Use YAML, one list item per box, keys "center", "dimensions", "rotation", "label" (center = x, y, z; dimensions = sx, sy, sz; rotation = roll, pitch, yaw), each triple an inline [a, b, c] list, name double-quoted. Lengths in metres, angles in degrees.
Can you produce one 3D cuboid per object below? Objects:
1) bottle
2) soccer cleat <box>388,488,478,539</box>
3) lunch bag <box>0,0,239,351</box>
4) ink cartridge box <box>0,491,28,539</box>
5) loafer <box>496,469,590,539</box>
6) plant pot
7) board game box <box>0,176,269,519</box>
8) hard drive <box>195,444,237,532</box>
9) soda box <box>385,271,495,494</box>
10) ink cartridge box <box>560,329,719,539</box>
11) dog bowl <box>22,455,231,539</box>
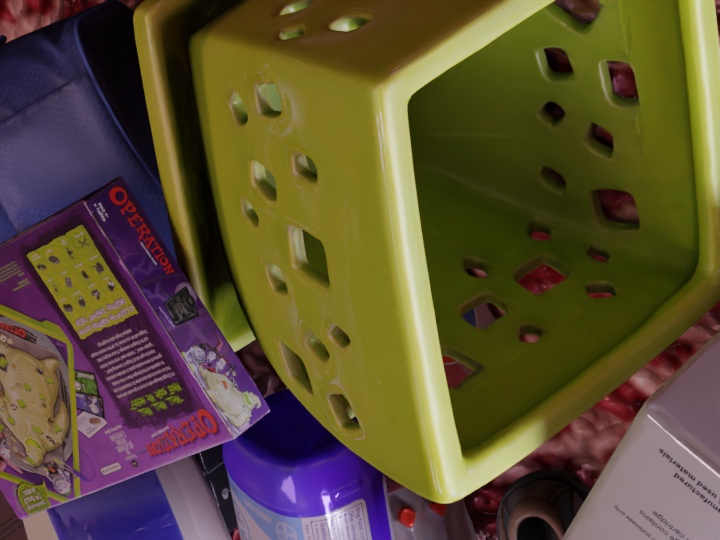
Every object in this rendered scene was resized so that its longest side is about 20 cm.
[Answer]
- center: [-0.016, 0.157, 1.286]
  dimensions: [0.083, 0.065, 0.201]
  rotation: [33, 140, 51]
  label: "bottle"
- center: [0.032, 0.143, 1.344]
  dimensions: [0.201, 0.069, 0.078]
  rotation: [63, 170, 1]
  label: "soccer cleat"
- center: [-0.140, -0.028, 1.296]
  dimensions: [0.132, 0.136, 0.201]
  rotation: [-31, 95, 13]
  label: "lunch bag"
- center: [-0.241, 0.208, 1.580]
  dimensions: [0.199, 0.145, 0.146]
  rotation: [22, 131, 32]
  label: "ink cartridge box"
- center: [0.109, 0.196, 1.274]
  dimensions: [0.071, 0.063, 0.201]
  rotation: [-21, 91, 12]
  label: "loafer"
- center: [0.023, -0.052, 1.125]
  dimensions: [0.181, 0.200, 0.200]
  rotation: [20, 131, 40]
  label: "plant pot"
- center: [-0.130, 0.039, 1.194]
  dimensions: [0.200, 0.032, 0.121]
  rotation: [-23, 97, 52]
  label: "board game box"
- center: [-0.138, 0.043, 1.454]
  dimensions: [0.139, 0.038, 0.201]
  rotation: [2, 119, 42]
  label: "hard drive"
- center: [0.000, 0.000, 1.270]
  dimensions: [0.063, 0.070, 0.201]
  rotation: [-24, 99, 49]
  label: "soda box"
- center: [0.151, 0.106, 1.147]
  dimensions: [0.083, 0.146, 0.201]
  rotation: [39, 138, 13]
  label: "ink cartridge box"
- center: [-0.108, 0.173, 1.358]
  dimensions: [0.200, 0.078, 0.202]
  rotation: [161, 90, -77]
  label: "dog bowl"
